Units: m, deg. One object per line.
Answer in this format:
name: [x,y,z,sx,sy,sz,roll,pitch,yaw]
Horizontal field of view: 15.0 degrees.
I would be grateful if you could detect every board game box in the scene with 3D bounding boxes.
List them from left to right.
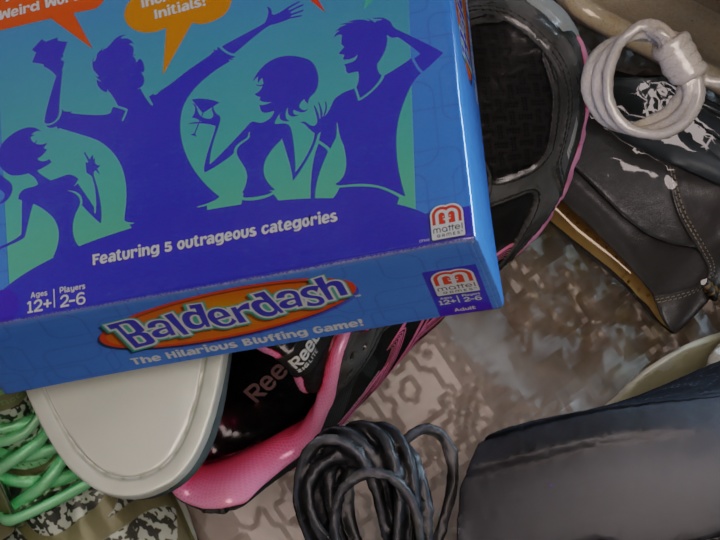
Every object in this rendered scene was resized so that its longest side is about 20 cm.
board game box: [-0.043,-0.072,0.817,0.151,0.045,0.201,-11,60,9]

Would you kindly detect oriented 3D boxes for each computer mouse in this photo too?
computer mouse: [0.090,0.088,0.834,0.199,0.053,0.139,-19,98,-13]

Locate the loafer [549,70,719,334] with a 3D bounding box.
loafer: [0.042,-0.050,0.900,0.199,0.073,0.073,27,89,-1]

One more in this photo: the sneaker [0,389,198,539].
sneaker: [-0.115,0.045,0.870,0.077,0.089,0.201,-32,88,-5]

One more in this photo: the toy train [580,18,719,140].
toy train: [0.095,-0.148,0.812,0.149,0.056,0.201,-17,97,20]

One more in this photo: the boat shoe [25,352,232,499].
boat shoe: [-0.073,-0.015,0.858,0.072,0.062,0.201,-17,62,7]

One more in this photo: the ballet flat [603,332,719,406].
ballet flat: [0.090,0.081,0.904,0.200,0.072,0.072,-44,90,-8]

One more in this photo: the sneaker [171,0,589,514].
sneaker: [0.000,0.000,0.848,0.079,0.095,0.200,37,110,-1]

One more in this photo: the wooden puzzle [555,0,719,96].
wooden puzzle: [0.180,-0.139,0.906,0.184,0.046,0.201,25,83,-17]
